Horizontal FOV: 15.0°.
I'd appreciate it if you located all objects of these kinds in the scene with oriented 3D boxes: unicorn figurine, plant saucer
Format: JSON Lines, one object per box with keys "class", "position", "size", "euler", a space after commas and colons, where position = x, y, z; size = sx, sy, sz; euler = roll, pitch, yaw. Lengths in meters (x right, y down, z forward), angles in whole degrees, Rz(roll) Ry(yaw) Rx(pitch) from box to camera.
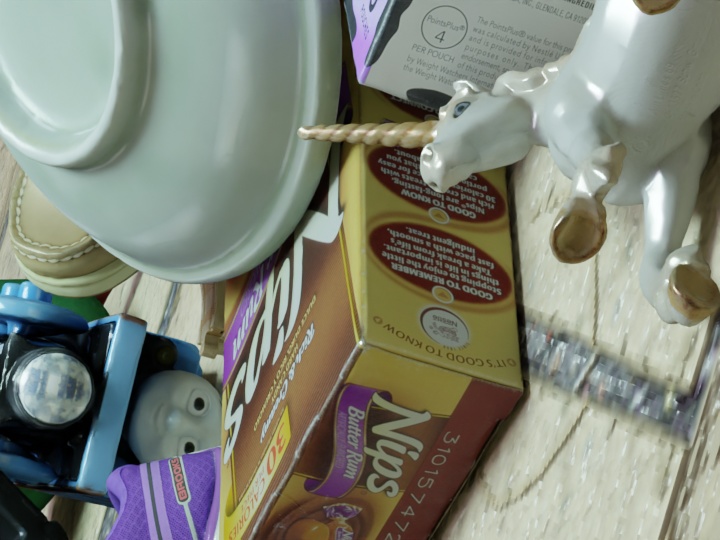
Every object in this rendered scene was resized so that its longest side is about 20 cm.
{"class": "unicorn figurine", "position": [0.067, -0.053, 0.667], "size": [0.200, 0.074, 0.138], "euler": [-50, 17, 25]}
{"class": "plant saucer", "position": [-0.085, -0.089, 0.859], "size": [0.200, 0.050, 0.201], "euler": [25, 124, 45]}

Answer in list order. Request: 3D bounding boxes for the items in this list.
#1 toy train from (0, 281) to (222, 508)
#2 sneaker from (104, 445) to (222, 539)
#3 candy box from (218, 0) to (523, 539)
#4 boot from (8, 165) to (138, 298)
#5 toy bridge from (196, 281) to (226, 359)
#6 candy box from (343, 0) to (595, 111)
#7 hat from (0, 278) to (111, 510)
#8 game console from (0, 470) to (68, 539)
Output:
{"class": "toy train", "position": [-0.115, 0.056, 1.109], "size": [0.200, 0.114, 0.087], "euler": [164, 118, -73]}
{"class": "sneaker", "position": [-0.067, 0.147, 0.866], "size": [0.081, 0.083, 0.201], "euler": [68, -155, -46]}
{"class": "candy box", "position": [0.000, 0.000, 0.863], "size": [0.201, 0.056, 0.117], "euler": [-93, 25, -48]}
{"class": "boot", "position": [-0.091, -0.106, 0.974], "size": [0.201, 0.072, 0.155], "euler": [-64, -28, -18]}
{"class": "toy bridge", "position": [-0.043, -0.057, 1.057], "size": [0.027, 0.067, 0.201], "euler": [133, 150, -59]}
{"class": "candy box", "position": [0.059, -0.165, 0.785], "size": [0.168, 0.071, 0.201], "euler": [-99, 29, -60]}
{"class": "hat", "position": [-0.124, 0.040, 1.354], "size": [0.166, 0.175, 0.201], "euler": [-99, -8, -55]}
{"class": "game console", "position": [-0.200, 0.153, 1.044], "size": [0.116, 0.176, 0.200], "euler": [-44, -2, -42]}
